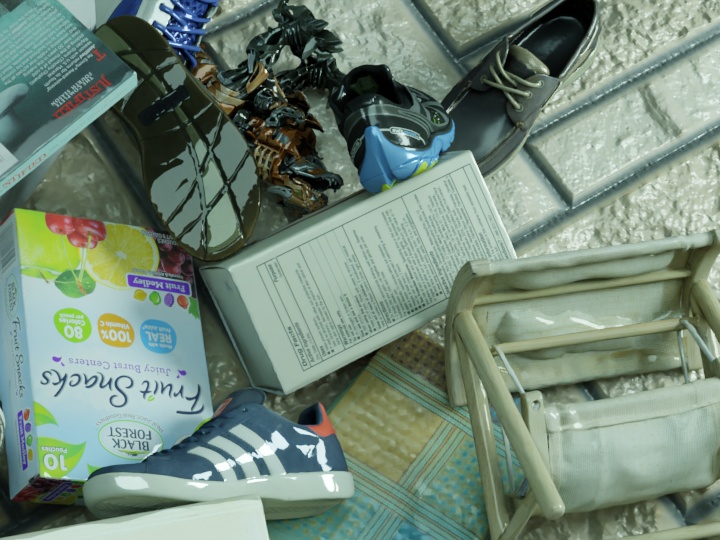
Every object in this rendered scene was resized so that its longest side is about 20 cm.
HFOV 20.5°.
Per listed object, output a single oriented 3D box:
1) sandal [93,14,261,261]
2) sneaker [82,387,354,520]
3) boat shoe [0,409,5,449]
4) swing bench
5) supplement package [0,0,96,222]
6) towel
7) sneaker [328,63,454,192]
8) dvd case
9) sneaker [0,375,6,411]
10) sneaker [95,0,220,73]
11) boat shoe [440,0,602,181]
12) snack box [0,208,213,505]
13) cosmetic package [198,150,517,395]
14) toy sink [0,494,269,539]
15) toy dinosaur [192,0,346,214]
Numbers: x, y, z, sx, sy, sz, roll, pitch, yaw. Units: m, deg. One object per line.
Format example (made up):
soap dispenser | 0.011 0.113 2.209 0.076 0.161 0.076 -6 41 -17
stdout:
sandal | -0.133 -0.092 1.421 0.082 0.055 0.200 -34 70 -5
sneaker | -0.099 0.122 1.327 0.200 0.075 0.085 3 66 -39
boat shoe | -0.290 0.164 1.239 0.073 0.063 0.200 34 92 -14
swing bench | 0.176 0.089 1.383 0.199 0.130 0.200 -7 62 -16
supplement package | -0.274 -0.143 1.422 0.111 0.200 0.156 28 65 8
towel | 0.030 0.146 1.411 0.147 0.022 0.200 34 64 10
sneaker | 0.022 -0.113 1.436 0.071 0.200 0.083 -21 100 10
dvd case | -0.266 -0.146 1.300 0.200 0.022 0.146 42 69 15
sneaker | -0.327 0.082 1.386 0.200 0.071 0.099 29 73 8
sneaker | -0.132 -0.199 1.491 0.199 0.081 0.115 -28 60 25
boat shoe | 0.115 -0.147 1.531 0.074 0.073 0.200 34 66 11
snack box | -0.178 0.063 1.382 0.142 0.053 0.200 8 60 -33
cosmetic package | 0.000 0.000 1.425 0.200 0.087 0.103 -25 98 -18
toy sink | -0.155 0.231 1.290 0.200 0.130 0.112 -8 66 -10
toy dinosaur | -0.077 -0.132 1.500 0.136 0.102 0.200 -40 85 -6
